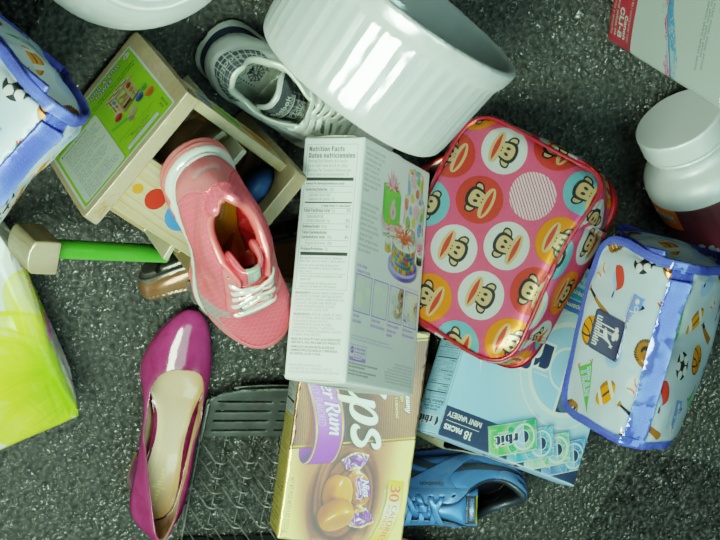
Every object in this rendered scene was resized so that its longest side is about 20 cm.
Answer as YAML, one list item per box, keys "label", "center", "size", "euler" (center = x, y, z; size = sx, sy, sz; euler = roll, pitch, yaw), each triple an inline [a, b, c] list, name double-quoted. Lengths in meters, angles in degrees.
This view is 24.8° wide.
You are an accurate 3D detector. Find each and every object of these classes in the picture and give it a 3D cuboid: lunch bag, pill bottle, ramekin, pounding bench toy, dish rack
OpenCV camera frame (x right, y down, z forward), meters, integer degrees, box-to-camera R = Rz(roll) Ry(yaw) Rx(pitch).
- label: "lunch bag"
  center: [0.111, -0.030, 1.448]
  size: [0.200, 0.176, 0.082]
  euler: [-61, 156, 4]
- label: "pill bottle"
  center: [0.336, -0.069, 1.544]
  size: [0.113, 0.113, 0.200]
  euler: [-36, 122, -2]
- label: "lunch bag"
  center: [-0.293, -0.095, 1.215]
  size: [0.124, 0.200, 0.170]
  euler: [38, 98, -32]
- label: "lunch bag"
  center: [0.249, 0.056, 1.434]
  size: [0.123, 0.200, 0.171]
  euler: [15, 100, 4]
- label: "ramekin"
  center: [0.018, -0.181, 1.315]
  size: [0.200, 0.201, 0.098]
  euler: [27, 109, -30]
- label: "pounding bench toy"
  center: [-0.169, -0.054, 1.330]
  size: [0.200, 0.124, 0.156]
  euler: [-49, 129, 6]
- label: "dish rack"
  center: [-0.089, 0.200, 1.534]
  size: [0.153, 0.055, 0.201]
  euler: [1, 117, -24]

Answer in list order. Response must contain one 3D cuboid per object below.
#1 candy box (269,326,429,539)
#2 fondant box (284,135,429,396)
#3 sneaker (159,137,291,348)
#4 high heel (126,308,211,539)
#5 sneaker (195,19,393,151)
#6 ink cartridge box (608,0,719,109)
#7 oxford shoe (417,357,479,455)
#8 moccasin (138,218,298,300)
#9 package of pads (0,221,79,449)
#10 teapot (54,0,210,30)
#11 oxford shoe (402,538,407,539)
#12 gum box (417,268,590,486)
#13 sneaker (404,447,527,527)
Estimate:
- label: "candy box"
  center: [-0.010, 0.144, 1.480]
  size: [0.116, 0.056, 0.201]
  euler: [8, 94, -11]
- label: "fondant box"
  center: [0.000, 0.000, 1.376]
  size: [0.144, 0.058, 0.201]
  euler: [20, 74, -64]
- label: "sneaker"
  center: [-0.097, -0.003, 1.265]
  size: [0.074, 0.087, 0.201]
  euler: [-29, 129, -10]
- label: "high heel"
  center: [-0.161, 0.138, 1.452]
  size: [0.067, 0.096, 0.201]
  euler: [3, 113, -23]
- label: "sneaker"
  center: [-0.046, -0.136, 1.376]
  size: [0.200, 0.081, 0.077]
  euler: [22, 103, -31]
- label: "ink cartridge box"
  center: [0.332, -0.234, 1.409]
  size: [0.145, 0.200, 0.145]
  euler: [-1, 115, -21]
- label: "oxford shoe"
  center: [0.060, 0.124, 1.547]
  size: [0.199, 0.075, 0.071]
  euler: [19, 109, -27]
- label: "moccasin"
  center: [-0.095, 0.001, 1.432]
  size: [0.201, 0.074, 0.078]
  euler: [-13, 111, -27]
- label: "package of pads"
  center: [-0.333, 0.061, 1.362]
  size: [0.154, 0.068, 0.200]
  euler: [-24, 122, -9]
- label: "teapot"
  center: [-0.168, -0.262, 1.225]
  size: [0.200, 0.146, 0.197]
  euler: [-40, 122, 1]
- label: "oxford shoe"
  center: [0.066, 0.321, 1.625]
  size: [0.200, 0.075, 0.070]
  euler: [22, 146, -32]
- label: "gum box"
  center: [0.155, 0.082, 1.540]
  size: [0.170, 0.045, 0.201]
  euler: [23, 81, -30]
- label: "sneaker"
  center: [0.066, 0.219, 1.597]
  size: [0.199, 0.078, 0.066]
  euler: [-9, 120, -16]
